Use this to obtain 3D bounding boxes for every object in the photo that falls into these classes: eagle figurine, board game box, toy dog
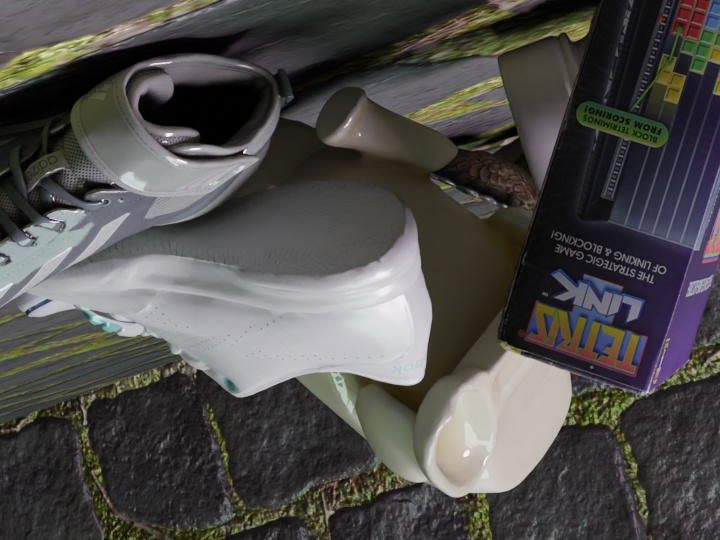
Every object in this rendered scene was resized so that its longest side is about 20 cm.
[{"bbox_3d":[0.122,-0.053,1.463,0.152,0.150,0.200,-59,158,-23],"label":"eagle figurine"},{"bbox_3d":[0.110,-0.048,0.800,0.056,0.166,0.200,17,-175,11],"label":"board game box"},{"bbox_3d":[0.000,0.000,0.990,0.140,0.199,0.194,-55,157,-12],"label":"toy dog"}]

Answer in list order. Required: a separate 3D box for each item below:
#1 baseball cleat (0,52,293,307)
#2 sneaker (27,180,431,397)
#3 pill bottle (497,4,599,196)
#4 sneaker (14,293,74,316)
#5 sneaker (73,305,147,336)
[{"bbox_3d":[-0.116,-0.030,0.782,0.199,0.070,0.106,-28,175,-22],"label":"baseball cleat"},{"bbox_3d":[-0.066,0.010,0.877,0.199,0.089,0.075,10,-133,26],"label":"sneaker"},{"bbox_3d":[0.168,-0.082,0.998,0.199,0.115,0.114,-19,177,7],"label":"pill bottle"},{"bbox_3d":[-0.100,0.002,1.306,0.199,0.071,0.073,-17,177,-25],"label":"sneaker"},{"bbox_3d":[-0.068,-0.029,1.108,0.091,0.078,0.200,-40,168,37],"label":"sneaker"}]
